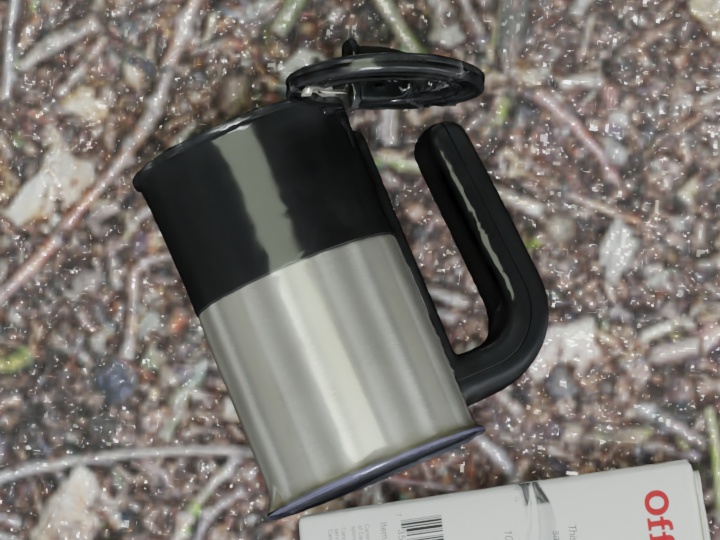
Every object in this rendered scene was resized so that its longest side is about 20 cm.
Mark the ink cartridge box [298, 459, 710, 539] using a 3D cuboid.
[{"bbox_3d":[0.078,0.186,1.425,0.199,0.083,0.147,-8,62,5],"label":"ink cartridge box"}]

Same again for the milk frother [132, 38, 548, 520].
[{"bbox_3d":[0.000,0.000,1.414,0.180,0.200,0.189,-24,83,-1],"label":"milk frother"}]
